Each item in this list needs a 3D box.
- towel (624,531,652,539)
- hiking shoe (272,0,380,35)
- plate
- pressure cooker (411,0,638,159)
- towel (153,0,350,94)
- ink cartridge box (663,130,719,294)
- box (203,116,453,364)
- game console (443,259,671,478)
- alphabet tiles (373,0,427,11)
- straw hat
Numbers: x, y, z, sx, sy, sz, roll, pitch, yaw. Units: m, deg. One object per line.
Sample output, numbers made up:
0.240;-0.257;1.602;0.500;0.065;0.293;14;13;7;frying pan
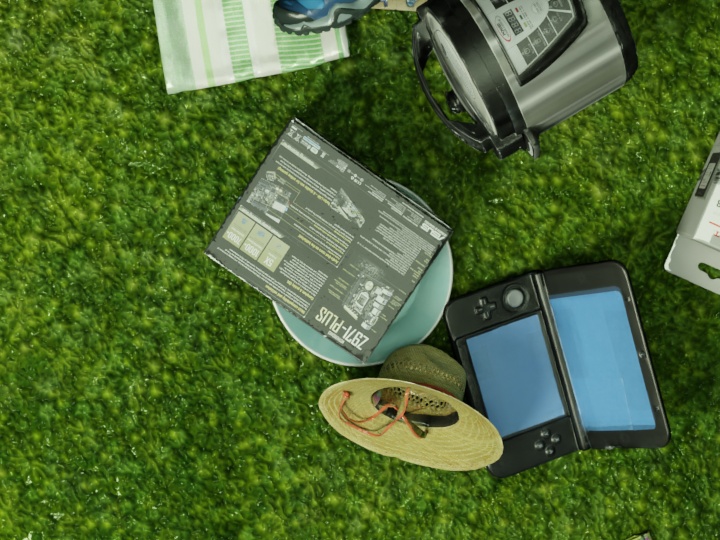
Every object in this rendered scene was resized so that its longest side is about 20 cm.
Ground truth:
0.255;0.390;1.423;0.198;0.023;0.145;-25;96;2;towel
-0.003;-0.301;1.264;0.197;0.075;0.087;-22;120;8;hiking shoe
0.000;0.000;1.369;0.196;0.026;0.204;0;97;-1;plate
0.153;-0.216;1.273;0.198;0.177;0.180;-29;123;3;pressure cooker
-0.117;-0.276;1.330;0.197;0.023;0.155;-10;98;1;towel
0.412;-0.069;1.349;0.114;0.067;0.203;22;96;-5;ink cartridge box
-0.031;-0.033;1.308;0.199;0.086;0.165;34;95;-5;box
0.201;0.106;1.337;0.173;0.116;0.203;-18;97;-11;game console
0.043;-0.356;1.337;0.196;0.006;0.169;3;96;-1;alphabet tiles
0.061;0.125;1.343;0.198;0.202;0.086;21;59;-4;straw hat
